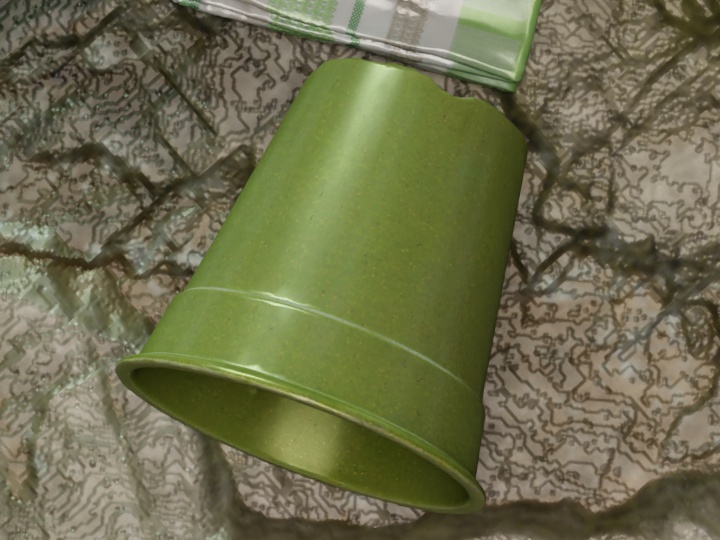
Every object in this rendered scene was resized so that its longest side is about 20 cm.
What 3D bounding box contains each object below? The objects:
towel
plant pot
[{"bbox_3d":[0.009,-0.192,1.457,0.199,0.031,0.150,15,89,1],"label":"towel"},{"bbox_3d":[0.000,0.000,1.385,0.199,0.200,0.191,20,77,1],"label":"plant pot"}]
